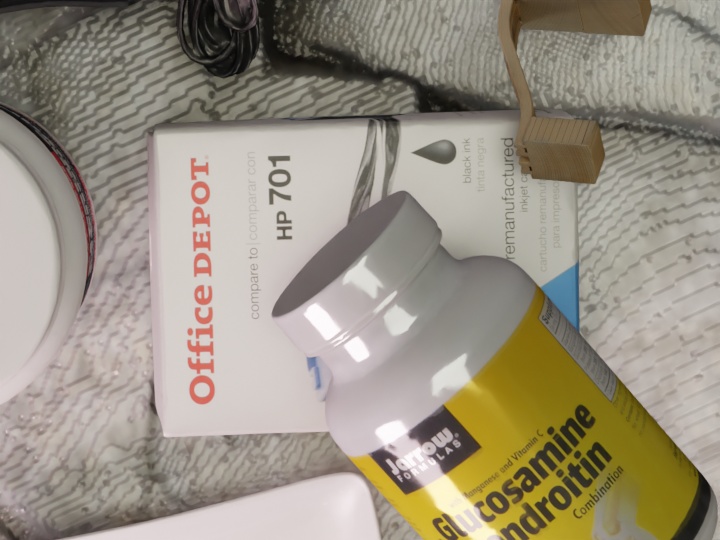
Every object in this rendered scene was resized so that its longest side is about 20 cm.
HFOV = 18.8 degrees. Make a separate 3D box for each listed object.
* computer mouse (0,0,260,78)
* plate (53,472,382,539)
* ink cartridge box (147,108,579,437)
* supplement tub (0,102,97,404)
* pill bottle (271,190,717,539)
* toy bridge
[{"bbox_3d":[-0.142,-0.162,1.016,0.198,0.053,0.139,4,132,7],"label":"computer mouse"},{"bbox_3d":[-0.073,0.214,1.072,0.198,0.032,0.202,-13,95,-3],"label":"plate"},{"bbox_3d":[0.000,0.000,1.038,0.198,0.086,0.148,-3,95,-7],"label":"ink cartridge box"},{"bbox_3d":[-0.188,-0.009,0.962,0.139,0.200,0.142,0,94,-5],"label":"supplement tub"},{"bbox_3d":[0.056,0.066,0.951,0.112,0.112,0.200,-43,101,-1],"label":"pill bottle"},{"bbox_3d":[0.102,-0.127,1.020,0.067,0.027,0.201,5,54,22],"label":"toy bridge"}]
